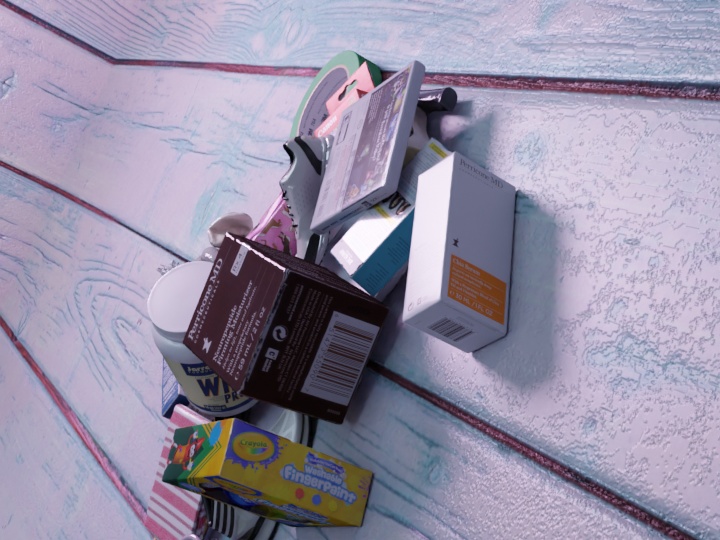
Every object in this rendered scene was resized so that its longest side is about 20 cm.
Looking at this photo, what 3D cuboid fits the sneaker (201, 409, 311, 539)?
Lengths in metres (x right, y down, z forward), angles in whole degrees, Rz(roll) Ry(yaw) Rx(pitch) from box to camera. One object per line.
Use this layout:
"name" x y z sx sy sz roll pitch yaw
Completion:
"sneaker" -0.144 0.257 1.629 0.075 0.114 0.203 3 70 62

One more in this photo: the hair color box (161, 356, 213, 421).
"hair color box" -0.256 0.155 1.943 0.061 0.099 0.201 -49 30 30

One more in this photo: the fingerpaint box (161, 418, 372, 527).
"fingerpaint box" -0.114 0.250 1.486 0.166 0.198 0.074 -18 53 55

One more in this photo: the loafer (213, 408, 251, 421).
"loafer" -0.201 0.241 1.808 0.072 0.062 0.202 -44 33 38

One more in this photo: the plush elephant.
"plush elephant" -0.202 0.008 1.941 0.199 0.166 0.154 31 54 33

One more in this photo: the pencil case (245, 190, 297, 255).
"pencil case" -0.106 -0.079 1.837 0.201 0.086 0.083 -55 9 -12

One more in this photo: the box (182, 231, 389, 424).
"box" -0.099 0.072 1.583 0.199 0.163 0.168 28 97 57

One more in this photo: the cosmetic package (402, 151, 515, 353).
"cosmetic package" 0.115 -0.021 1.409 0.071 0.101 0.202 -32 42 46

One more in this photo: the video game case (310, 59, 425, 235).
"video game case" 0.009 -0.161 1.642 0.181 0.023 0.202 -27 42 52

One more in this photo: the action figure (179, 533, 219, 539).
"action figure" -0.159 0.402 1.514 0.134 0.148 0.200 -51 15 11

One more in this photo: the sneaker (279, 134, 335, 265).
"sneaker" -0.082 -0.094 1.751 0.074 0.079 0.203 171 103 -74

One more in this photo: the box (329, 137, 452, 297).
"box" 0.055 -0.068 1.564 0.200 0.049 0.082 -48 33 4

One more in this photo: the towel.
"towel" -0.254 0.307 1.795 0.146 0.030 0.203 18 94 53

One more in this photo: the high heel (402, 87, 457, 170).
"high heel" 0.045 -0.165 1.693 0.201 0.071 0.142 -58 27 -14

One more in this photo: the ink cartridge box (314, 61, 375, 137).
"ink cartridge box" -0.013 -0.201 1.795 0.109 0.050 0.202 -41 54 37

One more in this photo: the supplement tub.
"supplement tub" -0.212 0.097 1.754 0.143 0.201 0.146 -8 49 10

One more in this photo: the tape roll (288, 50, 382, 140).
"tape roll" -0.042 -0.249 1.958 0.200 0.048 0.202 -43 33 37

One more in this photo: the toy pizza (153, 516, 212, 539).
"toy pizza" -0.268 0.362 1.863 0.200 0.031 0.202 -43 34 37

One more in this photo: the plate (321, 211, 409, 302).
"plate" 0.000 0.000 1.680 0.200 0.032 0.201 -52 29 26
